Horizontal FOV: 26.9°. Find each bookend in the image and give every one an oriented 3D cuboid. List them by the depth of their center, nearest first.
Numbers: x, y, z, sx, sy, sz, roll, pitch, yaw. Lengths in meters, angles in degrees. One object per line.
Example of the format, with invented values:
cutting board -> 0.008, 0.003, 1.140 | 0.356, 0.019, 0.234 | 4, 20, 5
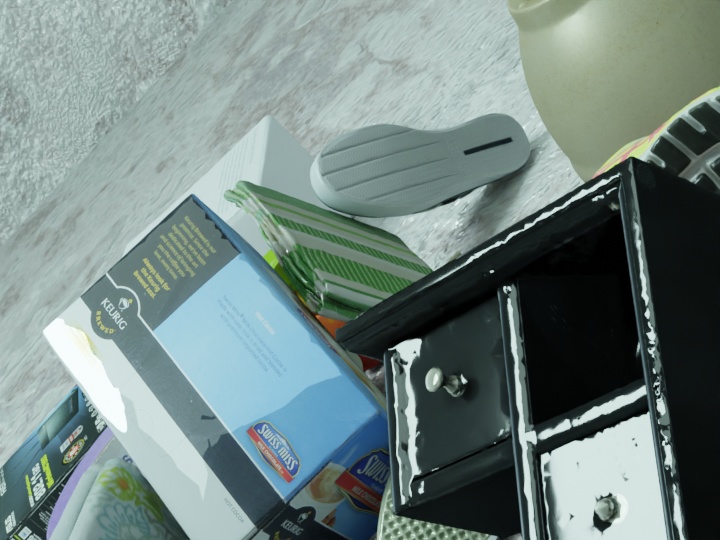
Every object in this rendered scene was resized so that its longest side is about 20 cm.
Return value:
bookend -> 0.088, 0.089, 0.658 | 0.200, 0.092, 0.200 | -31, 52, 44

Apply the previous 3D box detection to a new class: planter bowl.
planter bowl -> 0.186, -0.174, 1.037 | 0.200, 0.135, 0.201 | -40, 20, 18

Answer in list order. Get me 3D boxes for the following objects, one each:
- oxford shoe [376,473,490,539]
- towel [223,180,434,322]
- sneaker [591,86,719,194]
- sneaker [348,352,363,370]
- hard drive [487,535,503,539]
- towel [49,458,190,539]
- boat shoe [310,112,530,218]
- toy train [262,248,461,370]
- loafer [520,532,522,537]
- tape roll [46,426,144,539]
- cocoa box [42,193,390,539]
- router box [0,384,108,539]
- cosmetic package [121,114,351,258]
oxford shoe -> 0.064, 0.101, 0.866 | 0.058, 0.075, 0.201 | 86, -158, -56
towel -> 0.000, 0.000, 1.013 | 0.024, 0.152, 0.200 | -65, 30, 13
sneaker -> 0.190, -0.061, 0.891 | 0.199, 0.078, 0.090 | -34, 15, 27
sneaker -> -0.055, 0.115, 1.013 | 0.075, 0.084, 0.201 | -32, 34, 31
hard drive -> 0.019, 0.231, 0.718 | 0.200, 0.038, 0.140 | -43, 19, 6
towel -> -0.119, 0.221, 0.827 | 0.048, 0.171, 0.201 | -29, 24, 26
boat shoe -> 0.041, -0.070, 1.153 | 0.199, 0.073, 0.071 | -10, -19, -34
toy train -> -0.031, 0.021, 1.134 | 0.200, 0.116, 0.085 | -47, 19, -1
loafer -> 0.152, 0.084, 0.710 | 0.200, 0.072, 0.063 | -41, 41, 32
tape roll -> -0.159, 0.162, 1.203 | 0.200, 0.066, 0.200 | -40, 19, 17
cocoa box -> -0.070, 0.079, 0.921 | 0.131, 0.133, 0.200 | -43, 61, 0
router box -> -0.266, 0.184, 1.391 | 0.150, 0.062, 0.200 | -49, 19, -3
cosmetic package -> -0.115, -0.006, 1.361 | 0.200, 0.123, 0.200 | -42, 19, 18
